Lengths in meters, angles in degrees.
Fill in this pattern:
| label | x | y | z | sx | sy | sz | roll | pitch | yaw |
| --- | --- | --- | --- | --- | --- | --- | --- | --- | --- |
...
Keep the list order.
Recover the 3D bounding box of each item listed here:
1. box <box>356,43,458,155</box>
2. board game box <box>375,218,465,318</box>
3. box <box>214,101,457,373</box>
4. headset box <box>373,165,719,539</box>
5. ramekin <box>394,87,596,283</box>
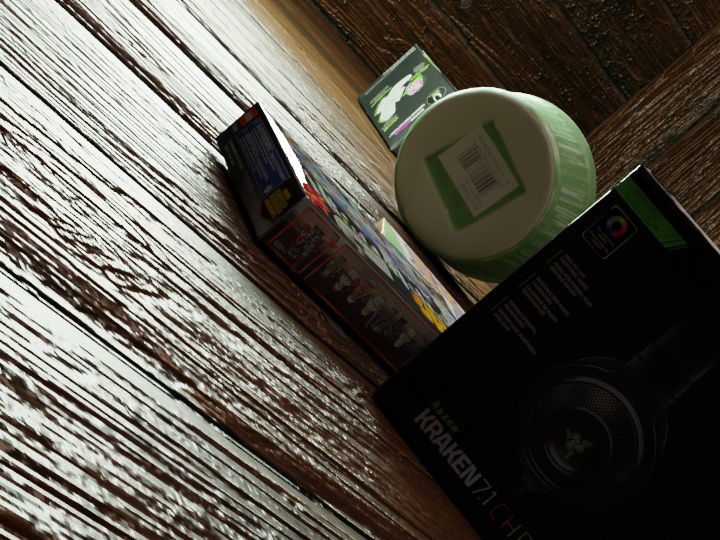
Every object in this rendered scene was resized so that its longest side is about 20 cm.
| label | x | y | z | sx | sy | sz | roll | pitch | yaw |
| --- | --- | --- | --- | --- | --- | --- | --- | --- | --- |
| box | 0.106 | -0.209 | 2.372 | 0.149 | 0.124 | 0.200 | 44 | 10 | -30 |
| board game box | 0.062 | 0.034 | 1.257 | 0.200 | 0.030 | 0.096 | 47 | 7 | -5 |
| box | 0.000 | 0.000 | 0.989 | 0.200 | 0.040 | 0.137 | 46 | 9 | -32 |
| headset box | 0.142 | 0.068 | 0.864 | 0.174 | 0.200 | 0.093 | 52 | 7 | 11 |
| ramekin | 0.131 | -0.090 | 1.661 | 0.200 | 0.200 | 0.098 | 52 | 15 | 20 |
